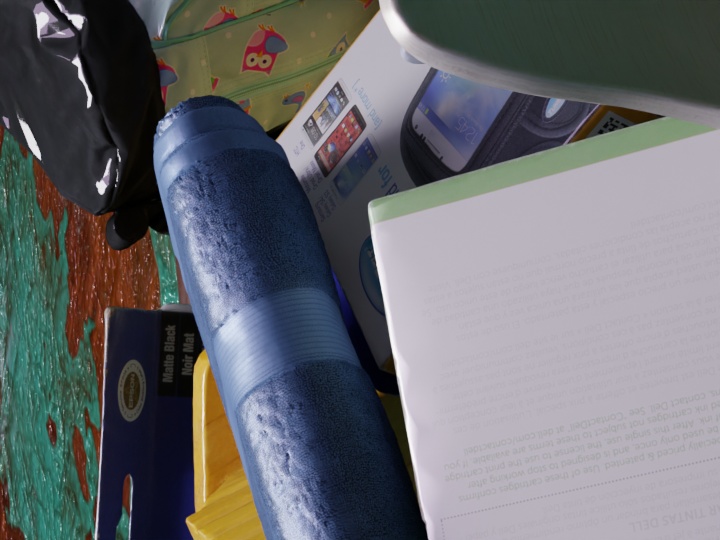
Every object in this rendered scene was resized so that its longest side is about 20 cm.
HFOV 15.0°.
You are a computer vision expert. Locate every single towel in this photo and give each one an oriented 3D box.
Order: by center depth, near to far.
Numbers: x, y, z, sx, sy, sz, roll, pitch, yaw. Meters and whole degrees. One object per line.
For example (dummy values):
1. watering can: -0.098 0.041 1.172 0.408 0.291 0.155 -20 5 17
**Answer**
1. towel: -0.016 0.048 0.870 0.112 0.048 0.201 84 168 -67

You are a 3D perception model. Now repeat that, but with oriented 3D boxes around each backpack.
1. backpack: -0.060 -0.116 1.120 0.167 0.199 0.127 47 145 31

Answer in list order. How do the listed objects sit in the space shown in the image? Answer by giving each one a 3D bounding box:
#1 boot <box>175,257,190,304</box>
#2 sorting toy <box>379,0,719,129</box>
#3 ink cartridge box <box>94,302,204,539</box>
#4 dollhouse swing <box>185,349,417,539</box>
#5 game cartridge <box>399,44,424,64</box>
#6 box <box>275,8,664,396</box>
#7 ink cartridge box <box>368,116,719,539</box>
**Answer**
1. boot: -0.061 0.057 1.405 0.186 0.064 0.201 -148 60 -66
2. sorting toy: 0.087 -0.118 0.670 0.107 0.179 0.201 -170 76 -72
3. ink cartridge box: -0.062 0.116 1.234 0.200 0.040 0.201 6 -94 -71
4. dollhouse swing: 0.000 0.000 1.027 0.177 0.181 0.200 68 167 -13
5. game cartridge: 0.077 -0.158 0.764 0.041 0.132 0.201 11 -101 -81
6. box: 0.044 -0.055 0.895 0.200 0.041 0.119 -49 41 21
7. ink cartridge box: 0.088 0.059 0.789 0.048 0.145 0.201 15 -117 -64
